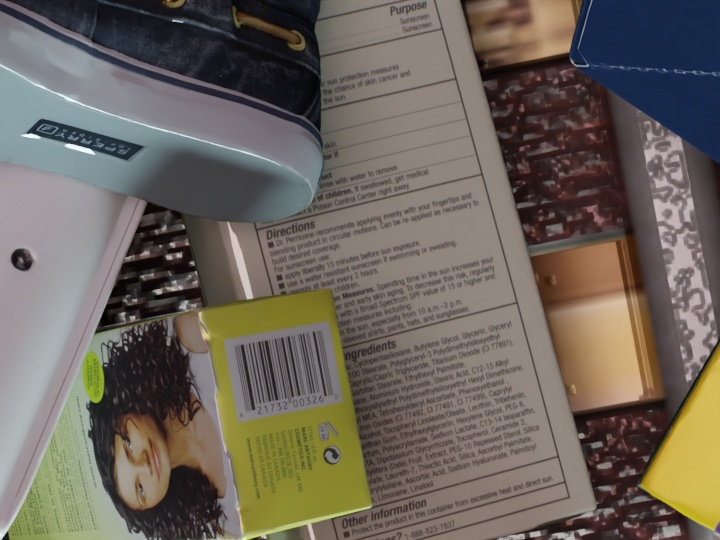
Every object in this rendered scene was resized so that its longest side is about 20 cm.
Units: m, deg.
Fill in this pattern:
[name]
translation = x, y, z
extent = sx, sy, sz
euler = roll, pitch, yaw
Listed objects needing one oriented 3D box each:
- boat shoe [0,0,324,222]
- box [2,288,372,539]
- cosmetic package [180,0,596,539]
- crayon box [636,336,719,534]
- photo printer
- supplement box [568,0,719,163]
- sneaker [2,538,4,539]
[boat shoe]
translation = -0.099, -0.084, 0.896
extent = 0.071, 0.200, 0.091
euler = -28, 51, 49
[box]
translation = -0.069, 0.053, 0.969
extent = 0.050, 0.200, 0.075
euler = -10, 87, -28
[cosmetic package]
translation = 0.000, 0.000, 0.996
extent = 0.103, 0.073, 0.200
euler = -13, 85, -13
[crayon box]
translation = 0.221, 0.046, 0.972
extent = 0.200, 0.058, 0.173
euler = 30, 94, 10
[photo printer]
translation = -0.139, 0.009, 0.975
extent = 0.069, 0.166, 0.200
euler = 32, 58, -21
[supplement box]
translation = 0.207, -0.111, 0.898
extent = 0.200, 0.134, 0.200
euler = 35, 68, 10
[sneaker]
translation = -0.091, 0.169, 1.020
extent = 0.200, 0.089, 0.077
euler = 45, 97, 12
